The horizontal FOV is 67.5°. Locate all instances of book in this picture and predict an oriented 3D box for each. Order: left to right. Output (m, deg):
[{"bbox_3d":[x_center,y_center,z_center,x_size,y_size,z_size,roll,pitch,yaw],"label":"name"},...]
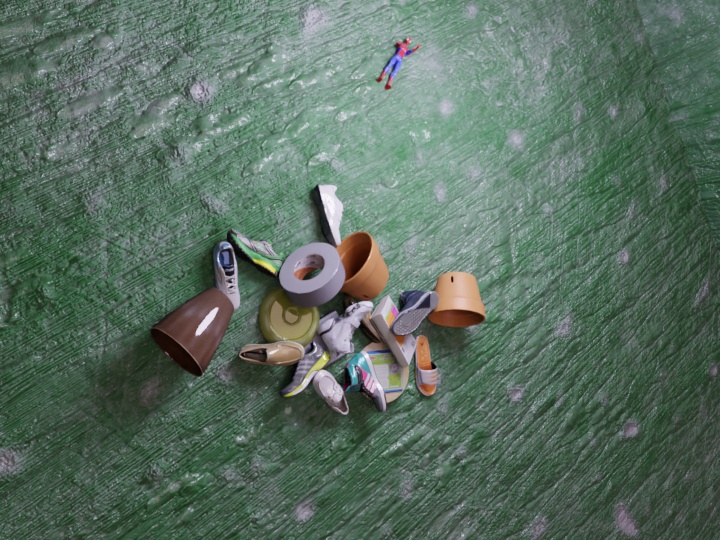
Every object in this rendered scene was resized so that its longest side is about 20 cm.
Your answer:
[{"bbox_3d":[0.119,0.201,1.804,0.204,0.047,0.134,59,30,-12],"label":"book"}]

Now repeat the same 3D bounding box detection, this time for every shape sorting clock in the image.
[{"bbox_3d":[0.073,0.339,1.813,0.192,0.039,0.209,1,87,-19],"label":"shape sorting clock"}]

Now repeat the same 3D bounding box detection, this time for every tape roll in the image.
[{"bbox_3d":[-0.146,0.011,1.629,0.199,0.198,0.067,-41,137,-19],"label":"tape roll"}]

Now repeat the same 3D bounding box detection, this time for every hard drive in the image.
[{"bbox_3d":[-0.134,0.238,1.721,0.196,0.033,0.144,-29,101,-24],"label":"hard drive"}]

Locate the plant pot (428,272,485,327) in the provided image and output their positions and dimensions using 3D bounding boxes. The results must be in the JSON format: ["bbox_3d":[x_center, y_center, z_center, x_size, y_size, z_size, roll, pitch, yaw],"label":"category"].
[{"bbox_3d":[0.331,0.098,1.865,0.193,0.199,0.146,13,66,-24],"label":"plant pot"}]

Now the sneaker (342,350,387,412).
[{"bbox_3d":[0.003,0.374,1.718,0.118,0.083,0.206,-22,87,-24],"label":"sneaker"}]

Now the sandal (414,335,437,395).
[{"bbox_3d":[0.229,0.334,1.877,0.076,0.059,0.216,-11,93,-24],"label":"sandal"}]

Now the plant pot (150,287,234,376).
[{"bbox_3d":[-0.450,0.152,1.508,0.188,0.185,0.202,47,56,-16],"label":"plant pot"}]

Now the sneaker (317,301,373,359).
[{"bbox_3d":[-0.031,0.185,1.664,0.195,0.075,0.118,-30,73,8],"label":"sneaker"}]

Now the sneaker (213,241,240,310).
[{"bbox_3d":[-0.390,0.020,1.579,0.069,0.072,0.209,-12,101,-25],"label":"sneaker"}]

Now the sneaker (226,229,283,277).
[{"bbox_3d":[-0.319,-0.064,1.626,0.198,0.077,0.088,37,67,-29],"label":"sneaker"}]

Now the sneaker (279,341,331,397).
[{"bbox_3d":[-0.181,0.303,1.647,0.082,0.073,0.200,48,63,-9],"label":"sneaker"}]

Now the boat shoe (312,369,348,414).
[{"bbox_3d":[-0.083,0.382,1.675,0.071,0.068,0.202,-47,137,-17],"label":"boat shoe"}]

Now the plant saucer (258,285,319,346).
[{"bbox_3d":[-0.216,0.142,1.664,0.192,0.031,0.209,5,76,-19],"label":"plant saucer"}]

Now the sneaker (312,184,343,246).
[{"bbox_3d":[-0.089,-0.181,1.735,0.085,0.074,0.208,-15,96,-29],"label":"sneaker"}]

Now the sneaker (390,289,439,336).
[{"bbox_3d":[0.155,0.139,1.800,0.200,0.145,0.079,-36,108,-21],"label":"sneaker"}]

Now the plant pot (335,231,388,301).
[{"bbox_3d":[0.000,0.000,1.717,0.140,0.197,0.204,42,72,-35],"label":"plant pot"}]

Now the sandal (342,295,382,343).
[{"bbox_3d":[0.011,0.155,1.771,0.201,0.079,0.054,51,61,-18],"label":"sandal"}]

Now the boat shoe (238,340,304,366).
[{"bbox_3d":[-0.264,0.251,1.592,0.191,0.076,0.075,-5,88,3],"label":"boat shoe"}]

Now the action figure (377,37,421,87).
[{"bbox_3d":[0.138,-0.729,1.847,0.064,0.098,0.205,33,73,-21],"label":"action figure"}]
